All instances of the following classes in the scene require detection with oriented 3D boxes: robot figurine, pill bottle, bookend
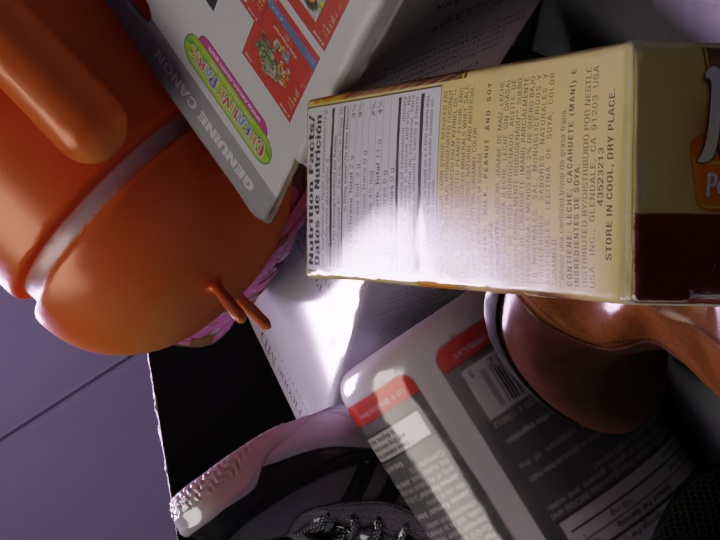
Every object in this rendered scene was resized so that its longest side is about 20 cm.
[{"bbox_3d":[-0.105,-0.052,0.687,0.200,0.116,0.144,46,136,6],"label":"robot figurine"},{"bbox_3d":[0.088,0.102,0.819,0.201,0.115,0.116,58,170,3],"label":"pill bottle"},{"bbox_3d":[-0.075,0.047,1.127,0.200,0.091,0.201,-111,13,-78],"label":"bookend"}]

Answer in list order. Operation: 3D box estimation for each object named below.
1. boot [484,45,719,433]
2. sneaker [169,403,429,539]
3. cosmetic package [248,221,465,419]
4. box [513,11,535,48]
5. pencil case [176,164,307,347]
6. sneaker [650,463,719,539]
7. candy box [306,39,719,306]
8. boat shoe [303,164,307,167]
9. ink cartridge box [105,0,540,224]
[{"bbox_3d":[0.126,0.029,0.648,0.200,0.068,0.190,38,151,44],"label":"boot"},{"bbox_3d":[0.012,0.121,0.876,0.075,0.199,0.115,-39,68,47],"label":"sneaker"},{"bbox_3d":[0.000,0.000,0.919,0.102,0.073,0.201,61,157,26],"label":"cosmetic package"},{"bbox_3d":[0.003,-0.132,0.733,0.160,0.046,0.200,56,169,15],"label":"box"},{"bbox_3d":[-0.075,-0.024,0.877,0.082,0.087,0.200,16,161,-8],"label":"pencil case"},{"bbox_3d":[0.112,0.132,0.663,0.076,0.200,0.115,3,137,29],"label":"sneaker"},{"bbox_3d":[0.070,-0.021,0.470,0.200,0.114,0.056,-178,89,-70],"label":"candy box"},{"bbox_3d":[-0.047,-0.124,0.706,0.200,0.072,0.071,45,159,13],"label":"boat shoe"},{"bbox_3d":[-0.029,-0.145,0.586,0.201,0.083,0.176,56,148,14],"label":"ink cartridge box"}]
